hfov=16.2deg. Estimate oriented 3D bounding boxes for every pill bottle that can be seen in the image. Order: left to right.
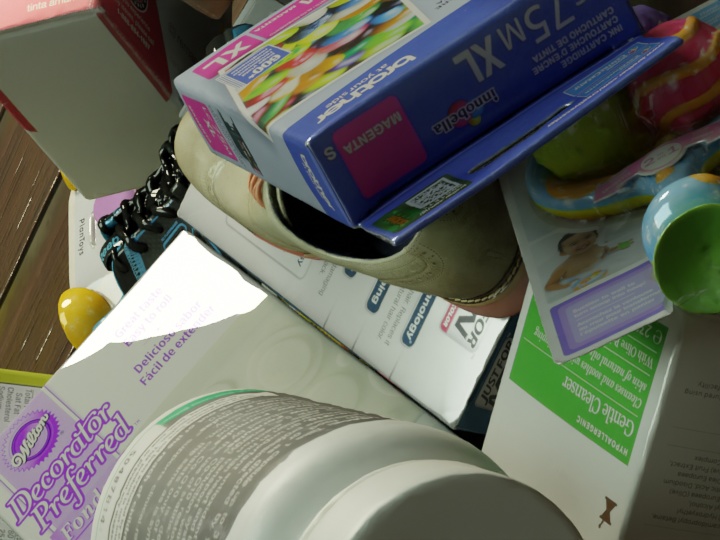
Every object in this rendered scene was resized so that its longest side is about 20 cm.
[{"bbox_3d":[-0.008,0.101,0.826,0.200,0.113,0.113,-175,95,-67],"label":"pill bottle"}]

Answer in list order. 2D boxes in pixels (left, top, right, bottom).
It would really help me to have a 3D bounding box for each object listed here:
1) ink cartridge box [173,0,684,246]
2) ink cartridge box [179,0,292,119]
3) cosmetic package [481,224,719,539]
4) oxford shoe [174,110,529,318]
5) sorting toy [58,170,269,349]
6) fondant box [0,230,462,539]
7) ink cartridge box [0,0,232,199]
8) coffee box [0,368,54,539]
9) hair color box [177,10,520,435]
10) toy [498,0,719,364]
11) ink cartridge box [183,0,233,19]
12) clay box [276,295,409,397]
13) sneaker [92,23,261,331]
[{"bbox_3d":[0.016,-0.070,0.864,0.042,0.119,0.200,60,169,-22],"label":"ink cartridge box"},{"bbox_3d":[-0.023,-0.155,1.237,0.099,0.039,0.200,-54,9,46],"label":"ink cartridge box"},{"bbox_3d":[0.091,0.098,0.851,0.108,0.085,0.200,34,110,63],"label":"cosmetic package"},{"bbox_3d":[-0.014,-0.039,0.955,0.200,0.074,0.071,18,91,46],"label":"oxford shoe"},{"bbox_3d":[-0.062,-0.041,1.300,0.180,0.107,0.200,-34,47,35],"label":"sorting toy"},{"bbox_3d":[-0.052,0.090,1.024,0.144,0.058,0.200,-48,45,-6],"label":"fondant box"},{"bbox_3d":[-0.127,-0.161,1.258,0.083,0.145,0.200,-13,56,19],"label":"ink cartridge box"},{"bbox_3d":[-0.147,0.167,1.193,0.200,0.197,0.200,119,156,-73],"label":"coffee box"},{"bbox_3d":[0.018,-0.020,1.014,0.200,0.060,0.100,37,106,45],"label":"hair color box"},{"bbox_3d":[0.095,-0.051,0.835,0.115,0.047,0.200,-27,28,8],"label":"toy"},{"bbox_3d":[-0.075,-0.214,1.098,0.050,0.200,0.162,40,96,27],"label":"ink cartridge box"},{"bbox_3d":[0.000,0.000,1.135,0.115,0.048,0.200,130,137,-59],"label":"clay box"},{"bbox_3d":[-0.077,-0.021,1.153,0.073,0.082,0.200,-106,21,-52],"label":"sneaker"}]
